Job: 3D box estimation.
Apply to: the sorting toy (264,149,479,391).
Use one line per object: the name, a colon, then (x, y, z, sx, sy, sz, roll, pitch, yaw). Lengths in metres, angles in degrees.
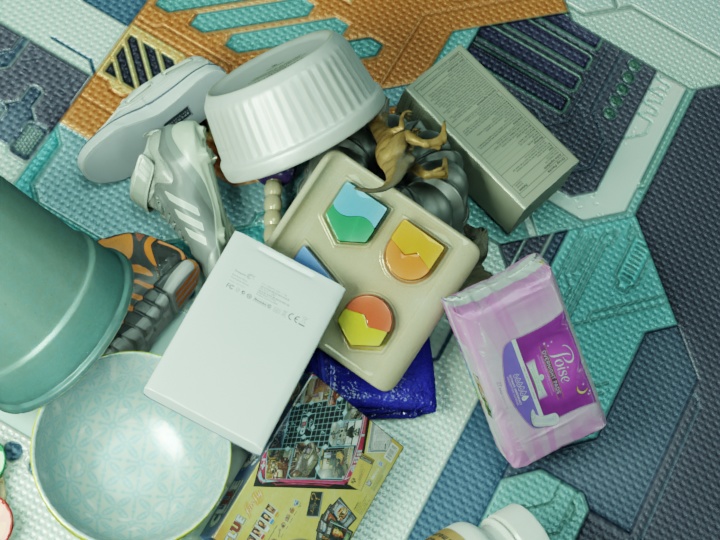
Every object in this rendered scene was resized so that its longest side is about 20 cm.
sorting toy: (0.000, 0.000, 1.647, 0.199, 0.036, 0.186, 34, 89, -1)

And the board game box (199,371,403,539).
board game box: (-0.058, 0.225, 1.597, 0.135, 0.035, 0.201, 41, 66, -19)

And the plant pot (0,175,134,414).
plant pot: (-0.360, 0.002, 1.526, 0.196, 0.199, 0.201, 46, 58, -34)

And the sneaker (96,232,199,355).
sneaker: (-0.269, 0.044, 1.650, 0.112, 0.078, 0.200, 31, 63, 14)

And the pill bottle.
pill bottle: (0.096, 0.321, 1.579, 0.199, 0.115, 0.115, -26, 75, -21)

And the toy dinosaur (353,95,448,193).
toy dinosaur: (0.042, -0.118, 1.672, 0.105, 0.061, 0.201, -3, 33, -1)

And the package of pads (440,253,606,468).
package of pads: (0.175, 0.095, 1.656, 0.120, 0.076, 0.201, -25, 109, -6)

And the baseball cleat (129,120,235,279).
baseball cleat: (-0.193, -0.060, 1.710, 0.105, 0.070, 0.202, -13, 82, 10)

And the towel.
towel: (0.007, 0.062, 1.707, 0.146, 0.050, 0.202, -1, 67, -12)

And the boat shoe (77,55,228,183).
boat shoe: (-0.239, -0.171, 1.752, 0.199, 0.074, 0.065, -34, 48, -19)

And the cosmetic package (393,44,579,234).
cosmetic package: (0.145, -0.154, 1.818, 0.103, 0.073, 0.200, -39, 80, -24)

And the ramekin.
ramekin: (-0.079, -0.185, 1.702, 0.202, 0.202, 0.095, -34, 109, -23)

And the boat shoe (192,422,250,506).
boat shoe: (-0.142, 0.165, 1.619, 0.071, 0.069, 0.202, -15, 72, -18)

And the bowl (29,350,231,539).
bowl: (-0.232, 0.193, 1.565, 0.198, 0.108, 0.202, 4, 66, -10)

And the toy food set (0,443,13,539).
toy food set: (-0.443, 0.227, 1.537, 0.198, 0.049, 0.200, 39, 64, 6)

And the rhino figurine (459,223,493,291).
rhino figurine: (0.144, 0.027, 1.747, 0.087, 0.060, 0.201, -21, 70, -10)

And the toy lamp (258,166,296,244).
toy lamp: (-0.098, -0.027, 1.720, 0.058, 0.058, 0.202, 5, 63, -10)

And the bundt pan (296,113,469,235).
bundt pan: (0.031, -0.099, 1.739, 0.200, 0.076, 0.203, 5, 50, -6)

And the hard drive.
hard drive: (-0.114, 0.071, 1.574, 0.131, 0.025, 0.201, 27, 61, 1)
